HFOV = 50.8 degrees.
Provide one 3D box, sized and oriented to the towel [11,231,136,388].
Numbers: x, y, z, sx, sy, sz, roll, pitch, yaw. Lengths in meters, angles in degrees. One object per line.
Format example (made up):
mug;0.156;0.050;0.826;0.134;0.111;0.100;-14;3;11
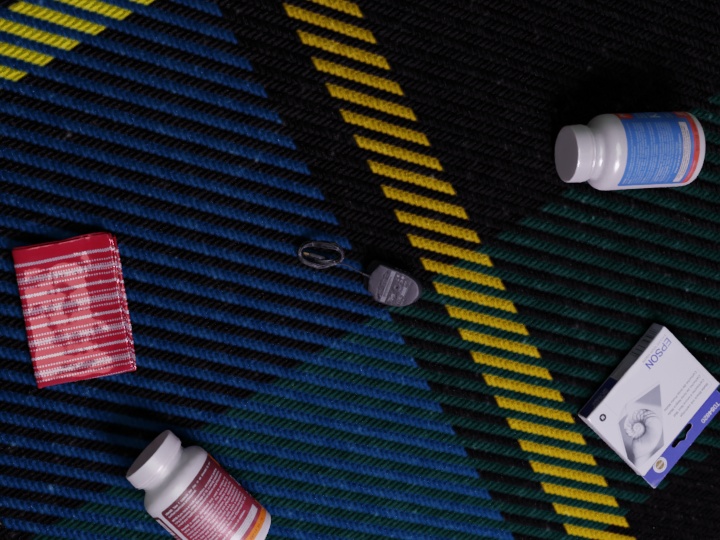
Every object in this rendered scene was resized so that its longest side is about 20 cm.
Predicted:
towel;-0.399;0.055;1.063;0.141;0.022;0.205;-9;97;-9

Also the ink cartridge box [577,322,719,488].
ink cartridge box;0.485;0.226;1.232;0.200;0.041;0.200;42;88;-12

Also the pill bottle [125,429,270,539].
pill bottle;-0.230;0.326;1.074;0.113;0.113;0.200;-43;102;-3

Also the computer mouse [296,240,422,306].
computer mouse;0.000;0.000;1.130;0.197;0.034;0.059;23;108;-7

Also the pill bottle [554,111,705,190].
pill bottle;0.400;-0.179;1.139;0.195;0.112;0.115;-4;97;-11
